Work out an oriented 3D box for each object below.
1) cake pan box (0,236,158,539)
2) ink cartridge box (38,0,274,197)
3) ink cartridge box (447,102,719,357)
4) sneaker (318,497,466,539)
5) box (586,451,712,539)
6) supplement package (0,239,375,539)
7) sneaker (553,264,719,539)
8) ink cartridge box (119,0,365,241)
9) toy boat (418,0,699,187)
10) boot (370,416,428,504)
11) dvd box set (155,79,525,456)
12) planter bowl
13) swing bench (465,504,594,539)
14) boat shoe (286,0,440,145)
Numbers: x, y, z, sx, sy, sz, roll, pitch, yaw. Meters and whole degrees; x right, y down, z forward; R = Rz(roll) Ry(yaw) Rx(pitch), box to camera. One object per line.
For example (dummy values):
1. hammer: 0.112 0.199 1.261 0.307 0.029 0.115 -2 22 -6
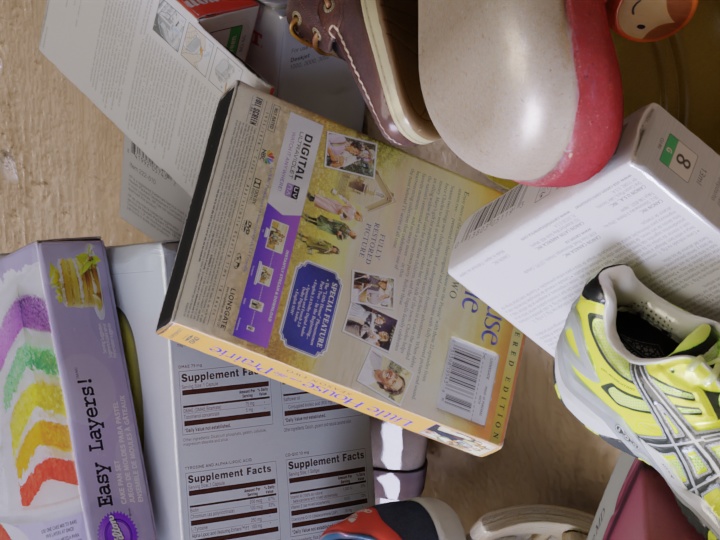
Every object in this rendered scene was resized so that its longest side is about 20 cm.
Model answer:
1. cake pan box: -0.198 0.093 1.288 0.199 0.052 0.185 -19 76 48
2. ink cartridge box: -0.107 -0.125 1.350 0.200 0.050 0.109 43 133 30
3. ink cartridge box: 0.165 0.017 1.180 0.200 0.050 0.161 36 144 -17
4. sneaker: 0.022 0.225 1.253 0.075 0.084 0.201 -38 60 53
5. box: 0.173 0.188 1.142 0.201 0.108 0.128 -85 9 -55
6. supplement package: -0.108 0.083 1.334 0.191 0.146 0.202 -4 90 48
7. sneaker: 0.172 0.072 1.104 0.200 0.075 0.077 33 146 27
8. ink cartridge box: -0.072 -0.102 1.425 0.144 0.084 0.201 33 130 37
9. toy boat: 0.103 -0.138 1.110 0.130 0.130 0.201 144 129 -66
10. boot: 0.020 0.079 1.383 0.199 0.070 0.147 4 107 35
11. dvd box set: 0.000 0.000 1.250 0.029 0.199 0.147 -33 40 60
12. planter bowl: 0.102 -0.100 1.214 0.200 0.083 0.202 23 122 43
13. swing bench: 0.103 0.263 1.325 0.199 0.129 0.201 -52 48 48
14. boat shoe: -0.005 -0.146 1.292 0.072 0.072 0.201 -31 61 26
